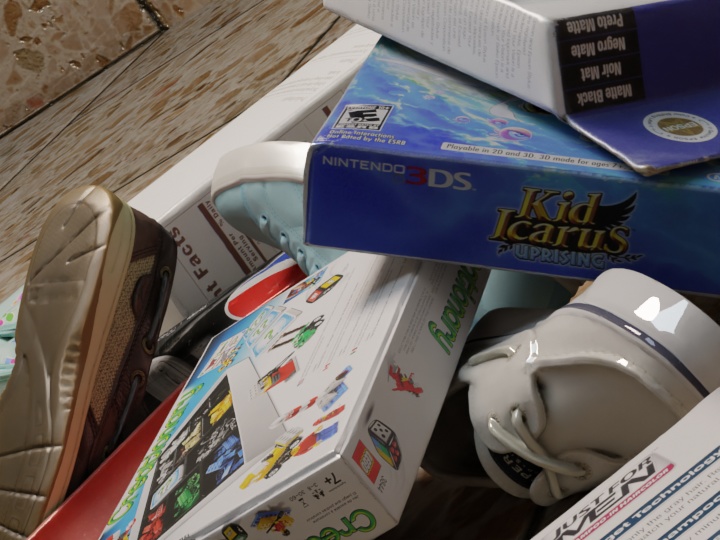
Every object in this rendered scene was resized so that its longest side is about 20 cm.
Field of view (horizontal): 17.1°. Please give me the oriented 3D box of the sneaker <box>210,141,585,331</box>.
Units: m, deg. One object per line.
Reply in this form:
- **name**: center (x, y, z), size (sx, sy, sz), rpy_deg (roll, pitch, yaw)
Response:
- **sneaker**: center (0.000, 0.000, 1.031), size (0.200, 0.074, 0.082), rpy_deg (15, 73, 42)

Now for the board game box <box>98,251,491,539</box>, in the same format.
- **board game box**: center (-0.024, 0.053, 0.852), size (0.126, 0.035, 0.200), rpy_deg (-32, 15, 26)

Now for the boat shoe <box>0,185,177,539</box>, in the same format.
- **boat shoe**: center (-0.124, 0.065, 1.067), size (0.073, 0.065, 0.201), rpy_deg (6, 78, 51)

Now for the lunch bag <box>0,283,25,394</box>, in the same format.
- **lunch bag**: center (-0.170, 0.040, 1.471), size (0.160, 0.077, 0.200), rpy_deg (-43, 14, -30)

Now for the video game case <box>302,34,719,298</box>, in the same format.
- **video game case**: center (0.095, -0.051, 0.904), size (0.199, 0.046, 0.181), rpy_deg (7, 24, 10)

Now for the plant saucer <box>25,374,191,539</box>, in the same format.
- **plant saucer**: center (-0.067, 0.103, 0.941), size (0.200, 0.037, 0.199), rpy_deg (-47, 18, -31)

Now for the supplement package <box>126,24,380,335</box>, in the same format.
- **supplement package**: center (-0.024, -0.030, 1.240), size (0.200, 0.117, 0.117), rpy_deg (-39, 13, -14)

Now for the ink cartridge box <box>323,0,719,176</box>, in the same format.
- **ink cartridge box**: center (0.119, -0.104, 0.918), size (0.199, 0.041, 0.200), rpy_deg (-14, 30, -33)

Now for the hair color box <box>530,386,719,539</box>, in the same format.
- **hair color box**: center (0.099, 0.095, 0.572), size (0.100, 0.061, 0.200), rpy_deg (-37, 13, -6)

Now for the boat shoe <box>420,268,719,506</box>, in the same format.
- **boat shoe**: center (0.068, 0.047, 0.819), size (0.066, 0.072, 0.200), rpy_deg (-46, 14, -17)

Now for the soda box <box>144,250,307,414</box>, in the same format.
- **soda box**: center (-0.021, 0.026, 1.131), size (0.200, 0.071, 0.063), rpy_deg (-35, 16, 5)
